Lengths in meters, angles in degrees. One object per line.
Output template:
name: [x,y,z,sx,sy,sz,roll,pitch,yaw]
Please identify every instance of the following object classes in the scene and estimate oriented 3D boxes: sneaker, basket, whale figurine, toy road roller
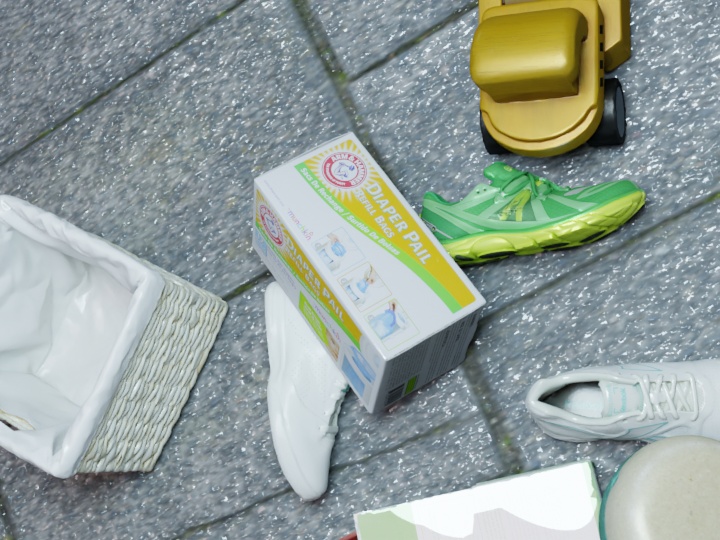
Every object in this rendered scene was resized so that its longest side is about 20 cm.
sneaker: [0.137,-0.055,0.958,0.200,0.074,0.084,-9,81,21]
basket: [-0.263,0.063,1.055,0.198,0.161,0.200,25,91,24]
sneaker: [0.226,0.106,0.890,0.200,0.080,0.071,-7,76,20]
whale figurine: [0.273,0.211,0.852,0.200,0.104,0.159,30,71,2]
toy road roller: [0.152,-0.193,0.938,0.123,0.146,0.201,-2,80,22]
sneaker: [-0.034,0.101,1.007,0.088,0.075,0.201,-8,76,9]

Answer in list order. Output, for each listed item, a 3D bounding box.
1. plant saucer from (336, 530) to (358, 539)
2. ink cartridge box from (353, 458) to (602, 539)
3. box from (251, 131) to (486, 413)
plant saucer: [-0.004,0.336,0.966,0.199,0.037,0.200,-29,70,15]
ink cartridge box: [0.108,0.245,0.915,0.200,0.048,0.146,-15,75,11]
box: [0.000,0.000,0.967,0.101,0.113,0.200,-28,66,-21]
